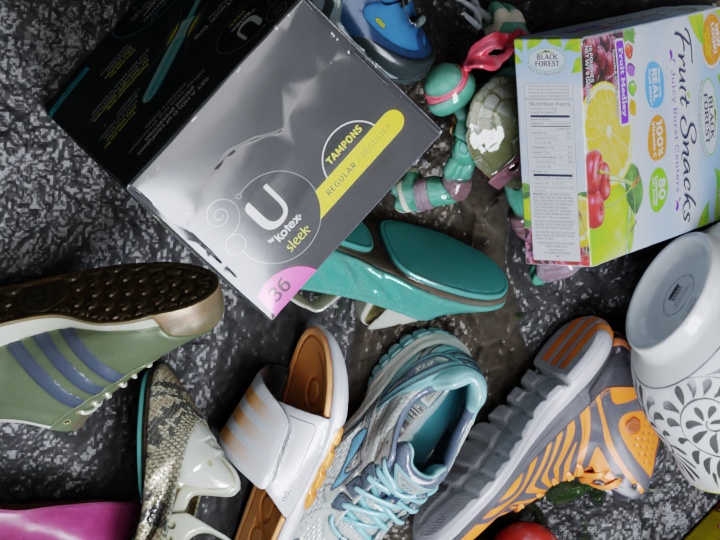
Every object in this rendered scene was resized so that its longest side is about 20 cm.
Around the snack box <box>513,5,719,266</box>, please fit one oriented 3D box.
[{"bbox_3d":[0.170,-0.089,1.642,0.200,0.053,0.143,-17,108,-55],"label":"snack box"}]

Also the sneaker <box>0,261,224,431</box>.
[{"bbox_3d":[-0.174,0.054,1.587,0.200,0.067,0.090,-8,121,8],"label":"sneaker"}]

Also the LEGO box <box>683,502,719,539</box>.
[{"bbox_3d":[0.256,0.281,1.838,0.200,0.077,0.149,-45,115,-4],"label":"LEGO box"}]

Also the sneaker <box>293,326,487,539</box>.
[{"bbox_3d":[0.012,0.131,1.692,0.078,0.086,0.200,31,93,-25],"label":"sneaker"}]

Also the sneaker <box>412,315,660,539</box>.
[{"bbox_3d":[0.132,0.137,1.747,0.200,0.078,0.112,-47,115,-3],"label":"sneaker"}]

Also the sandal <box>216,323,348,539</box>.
[{"bbox_3d":[-0.065,0.132,1.667,0.059,0.079,0.207,13,102,-27],"label":"sandal"}]

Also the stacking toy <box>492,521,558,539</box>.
[{"bbox_3d":[0.066,0.255,1.761,0.200,0.085,0.085,-46,116,-10],"label":"stacking toy"}]

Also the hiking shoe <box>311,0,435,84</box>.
[{"bbox_3d":[0.001,-0.206,1.562,0.087,0.074,0.200,-22,106,29],"label":"hiking shoe"}]

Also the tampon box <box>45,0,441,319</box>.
[{"bbox_3d":[-0.074,-0.088,1.531,0.150,0.200,0.126,-48,116,-2],"label":"tampon box"}]

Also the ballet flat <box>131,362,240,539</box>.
[{"bbox_3d":[-0.113,0.160,1.629,0.075,0.068,0.201,5,76,16],"label":"ballet flat"}]

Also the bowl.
[{"bbox_3d":[0.235,0.035,1.682,0.094,0.201,0.201,29,94,-21],"label":"bowl"}]

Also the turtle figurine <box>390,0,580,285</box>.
[{"bbox_3d":[0.084,-0.086,1.655,0.150,0.101,0.200,-49,122,-2],"label":"turtle figurine"}]

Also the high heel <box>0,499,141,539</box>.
[{"bbox_3d":[-0.232,0.137,1.620,0.200,0.067,0.096,41,77,-31],"label":"high heel"}]

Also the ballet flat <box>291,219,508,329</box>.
[{"bbox_3d":[0.000,0.000,1.666,0.200,0.067,0.070,18,126,-31],"label":"ballet flat"}]
